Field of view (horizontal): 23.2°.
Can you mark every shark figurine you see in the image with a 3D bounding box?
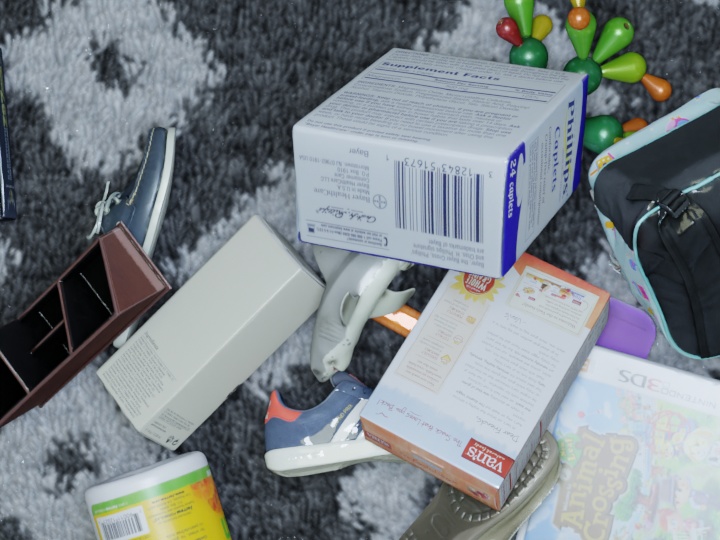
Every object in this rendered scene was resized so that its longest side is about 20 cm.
[{"bbox_3d":[0.010,-0.019,1.474,0.089,0.128,0.215,37,78,22],"label":"shark figurine"}]

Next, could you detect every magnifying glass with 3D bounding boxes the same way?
[{"bbox_3d":[0.091,0.072,1.539,0.199,0.022,0.080,28,92,2],"label":"magnifying glass"}]

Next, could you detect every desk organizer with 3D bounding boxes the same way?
[{"bbox_3d":[-0.260,0.052,1.493,0.200,0.077,0.072,-40,86,32],"label":"desk organizer"}]

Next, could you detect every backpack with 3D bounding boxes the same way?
[{"bbox_3d":[0.291,-0.035,1.449,0.175,0.154,0.201,-31,125,-2],"label":"backpack"}]

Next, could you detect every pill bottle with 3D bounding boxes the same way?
[{"bbox_3d":[-0.158,0.267,1.510,0.110,0.111,0.202,-18,89,4],"label":"pill bottle"}]

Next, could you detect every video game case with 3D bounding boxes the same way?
[{"bbox_3d":[0.238,0.179,1.489,0.180,0.022,0.202,15,91,17],"label":"video game case"}]

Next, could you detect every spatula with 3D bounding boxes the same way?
[{"bbox_3d":[0.200,0.124,1.528,0.056,0.021,0.202,22,92,9],"label":"spatula"}]

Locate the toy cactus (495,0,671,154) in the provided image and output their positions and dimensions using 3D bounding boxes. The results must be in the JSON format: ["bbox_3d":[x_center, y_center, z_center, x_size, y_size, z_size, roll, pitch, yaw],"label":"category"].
[{"bbox_3d":[0.178,-0.146,1.505,0.200,0.102,0.165,42,103,-6],"label":"toy cactus"}]

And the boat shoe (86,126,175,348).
[{"bbox_3d":[-0.206,-0.032,1.536,0.061,0.075,0.202,15,103,-1],"label":"boat shoe"}]

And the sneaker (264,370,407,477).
[{"bbox_3d":[0.013,0.124,1.520,0.198,0.075,0.085,-6,76,-2],"label":"sneaker"}]

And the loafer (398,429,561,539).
[{"bbox_3d":[0.102,0.211,1.507,0.200,0.068,0.076,-46,49,15],"label":"loafer"}]

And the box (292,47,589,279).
[{"bbox_3d":[0.068,-0.092,1.420,0.182,0.200,0.106,11,120,23],"label":"box"}]

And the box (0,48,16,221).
[{"bbox_3d":[-0.412,-0.114,1.561,0.198,0.051,0.160,-5,90,4],"label":"box"}]

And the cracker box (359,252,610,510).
[{"bbox_3d":[0.106,0.081,1.470,0.133,0.058,0.201,27,67,18],"label":"cracker box"}]

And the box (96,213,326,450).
[{"bbox_3d":[-0.127,0.054,1.517,0.200,0.068,0.082,-43,57,3],"label":"box"}]
